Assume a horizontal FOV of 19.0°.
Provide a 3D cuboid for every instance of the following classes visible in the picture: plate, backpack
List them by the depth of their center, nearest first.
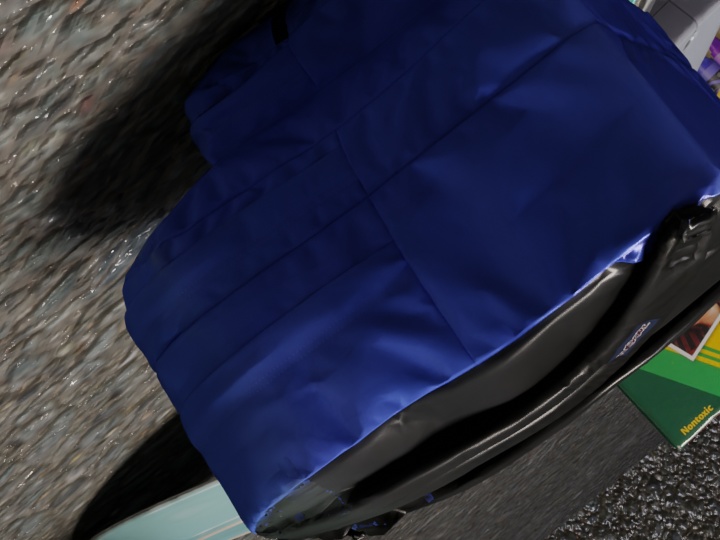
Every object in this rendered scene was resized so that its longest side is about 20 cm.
[{"bbox_3d":[0.021,-0.013,0.723,0.200,0.168,0.162,-41,161,16],"label":"backpack"},{"bbox_3d":[-0.049,0.117,1.122,0.200,0.026,0.200,-23,171,-4],"label":"plate"}]

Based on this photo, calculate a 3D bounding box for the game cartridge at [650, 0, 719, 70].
[{"bbox_3d":[0.080,-0.043,0.891,0.200,0.042,0.133,-47,163,-29],"label":"game cartridge"}]

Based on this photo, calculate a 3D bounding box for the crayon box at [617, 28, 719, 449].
[{"bbox_3d":[0.175,-0.039,1.091,0.200,0.173,0.058,-43,171,2],"label":"crayon box"}]

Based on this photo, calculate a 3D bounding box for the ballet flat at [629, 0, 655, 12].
[{"bbox_3d":[0.109,-0.152,0.790,0.200,0.073,0.073,-56,163,25],"label":"ballet flat"}]
